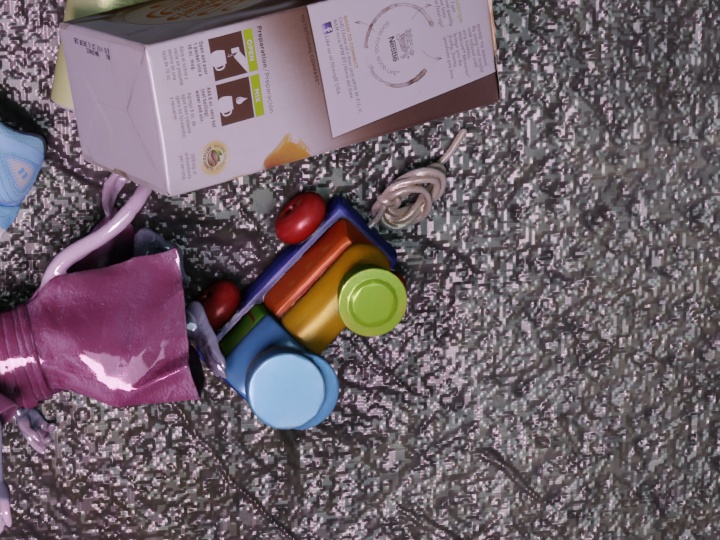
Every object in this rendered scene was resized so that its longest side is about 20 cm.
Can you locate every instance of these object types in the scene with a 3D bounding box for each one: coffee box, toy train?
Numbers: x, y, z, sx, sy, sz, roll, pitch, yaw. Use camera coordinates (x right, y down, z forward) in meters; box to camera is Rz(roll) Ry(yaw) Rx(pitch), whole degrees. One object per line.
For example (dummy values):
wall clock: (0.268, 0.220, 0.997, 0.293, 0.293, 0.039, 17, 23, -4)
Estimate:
coffee box: (-0.040, -0.109, 1.061, 0.199, 0.114, 0.080, -18, 111, -26)
toy train: (0.000, 0.000, 1.125, 0.200, 0.116, 0.085, -46, 109, 1)

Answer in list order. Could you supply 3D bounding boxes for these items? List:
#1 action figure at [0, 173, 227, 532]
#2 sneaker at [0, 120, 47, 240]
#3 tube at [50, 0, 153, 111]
action figure: (-0.179, 0.043, 1.085, 0.199, 0.134, 0.150, -17, 106, -11)
sneaker: (-0.248, -0.104, 1.078, 0.200, 0.078, 0.090, 46, 71, -22)
tube: (-0.124, -0.184, 1.085, 0.052, 0.058, 0.201, 8, 103, -14)
